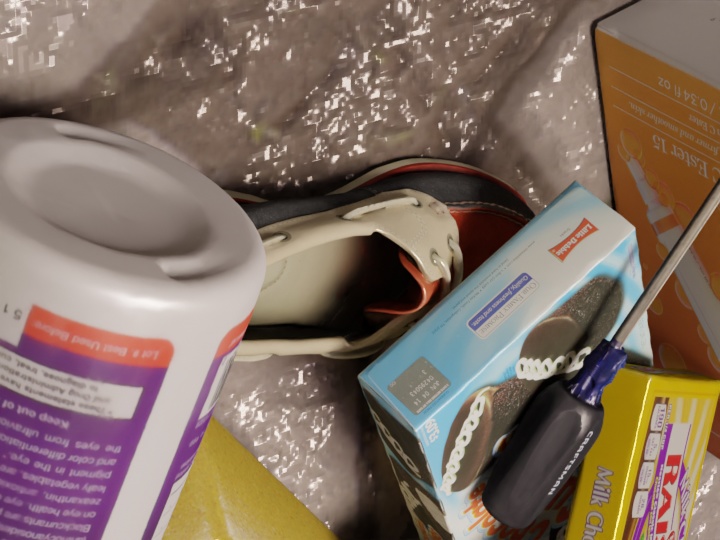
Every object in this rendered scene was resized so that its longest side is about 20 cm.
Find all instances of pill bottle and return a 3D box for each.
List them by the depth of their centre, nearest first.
[{"bbox_3d":[-0.114,0.061,0.729,0.111,0.111,0.201,2,122,-39],"label":"pill bottle"}]

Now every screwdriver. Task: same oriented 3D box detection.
[{"bbox_3d":[0.107,0.016,0.820,0.029,0.028,0.201,26,109,-31],"label":"screwdriver"}]

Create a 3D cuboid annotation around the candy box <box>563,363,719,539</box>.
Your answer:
[{"bbox_3d":[0.102,0.138,0.888,0.102,0.026,0.202,7,95,-67],"label":"candy box"}]

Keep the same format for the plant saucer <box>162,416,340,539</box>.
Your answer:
[{"bbox_3d":[-0.077,0.179,0.873,0.200,0.048,0.200,-48,133,-7],"label":"plant saucer"}]

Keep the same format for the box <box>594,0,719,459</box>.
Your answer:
[{"bbox_3d":[0.182,-0.016,0.921,0.097,0.124,0.201,-28,127,-23],"label":"box"}]

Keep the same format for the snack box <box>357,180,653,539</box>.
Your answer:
[{"bbox_3d":[0.068,0.062,0.893,0.116,0.037,0.200,-42,150,-13],"label":"snack box"}]

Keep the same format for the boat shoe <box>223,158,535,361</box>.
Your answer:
[{"bbox_3d":[0.000,0.000,0.829,0.199,0.062,0.072,-3,112,-39],"label":"boat shoe"}]
